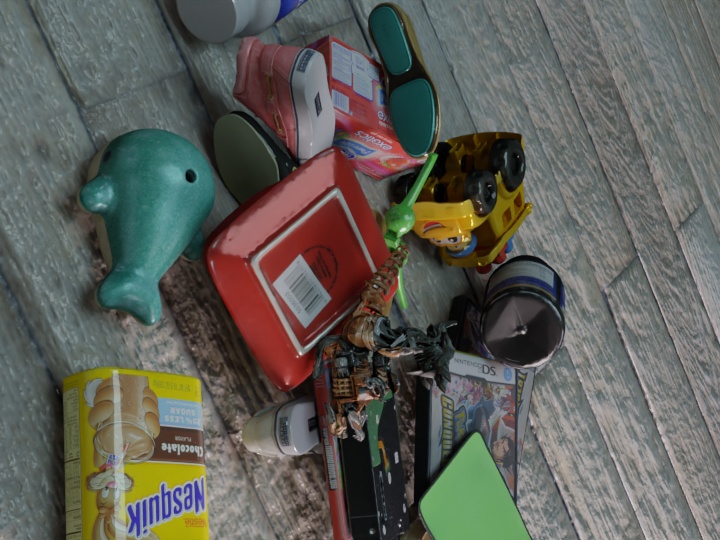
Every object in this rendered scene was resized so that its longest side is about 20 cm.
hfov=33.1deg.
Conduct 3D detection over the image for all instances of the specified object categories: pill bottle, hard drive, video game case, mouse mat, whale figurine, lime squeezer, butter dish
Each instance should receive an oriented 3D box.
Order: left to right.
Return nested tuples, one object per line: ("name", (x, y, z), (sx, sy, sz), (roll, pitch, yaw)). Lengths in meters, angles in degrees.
("whale figurine", (-0.208, -0.049, 1.214), (0.159, 0.104, 0.200), (30, 55, -41))
("pill bottle", (-0.125, -0.339, 1.413), (0.112, 0.112, 0.200), (59, 41, -16))
("butter dish", (-0.087, -0.011, 1.290), (0.199, 0.148, 0.200), (-42, 125, -26))
("video game case", (-0.016, 0.194, 1.359), (0.143, 0.017, 0.200), (-6, 88, -76))
("hard drive", (0.013, 0.203, 1.355), (0.140, 0.038, 0.200), (3, 80, -76))
("lime squeezer", (0.050, -0.042, 1.457), (0.071, 0.038, 0.200), (-38, 140, -67))
("video game case", (0.138, 0.207, 1.544), (0.181, 0.025, 0.200), (16, 70, -44))
("mouse mat", (0.146, 0.319, 1.497), (0.161, 0.008, 0.200), (-43, 113, -44))
("video game case", (0.170, 0.163, 1.649), (0.181, 0.025, 0.200), (42, 48, -33))
("pill bottle", (0.221, 0.047, 1.634), (0.112, 0.112, 0.200), (64, 16, -11))

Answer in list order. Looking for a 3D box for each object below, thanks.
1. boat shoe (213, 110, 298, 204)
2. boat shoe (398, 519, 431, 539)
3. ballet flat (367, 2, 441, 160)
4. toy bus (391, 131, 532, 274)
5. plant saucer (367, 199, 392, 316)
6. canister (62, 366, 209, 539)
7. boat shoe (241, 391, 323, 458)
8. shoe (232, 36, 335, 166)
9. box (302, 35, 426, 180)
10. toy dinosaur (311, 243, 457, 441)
("boat shoe", (-0.101, -0.099, 1.388), (0.202, 0.074, 0.063), (58, 36, -22))
("boat shoe", (0.069, 0.383, 1.417), (0.072, 0.065, 0.200), (47, 45, -29))
("ballet flat", (0.064, -0.233, 1.488), (0.063, 0.069, 0.200), (-5, 81, -65))
("toy bus", (0.149, -0.070, 1.646), (0.200, 0.136, 0.192), (-47, 129, -45))
("plant saucer", (0.000, 0.000, 1.445), (0.200, 0.035, 0.201), (0, 90, -66))
("canister", (-0.210, 0.199, 1.138), (0.148, 0.086, 0.200), (13, 66, -48))
("boat shoe", (-0.076, 0.172, 1.317), (0.200, 0.070, 0.071), (4, 79, -75))
("shoe", (-0.086, -0.186, 1.373), (0.200, 0.091, 0.072), (85, 28, -59))
("box", (-0.005, -0.200, 1.518), (0.200, 0.095, 0.103), (20, 62, -45))
("toy dinosaur", (0.024, 0.078, 1.253), (0.135, 0.200, 0.102), (14, 17, -7))
